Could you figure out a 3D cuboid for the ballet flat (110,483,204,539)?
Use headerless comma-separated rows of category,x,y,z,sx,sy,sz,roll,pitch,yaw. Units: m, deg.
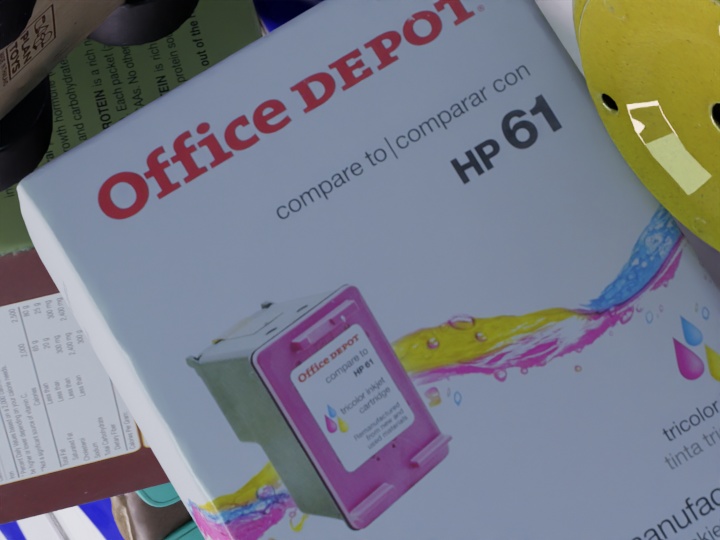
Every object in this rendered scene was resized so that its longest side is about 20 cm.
ballet flat,-0.088,0.100,1.361,0.201,0.068,0.072,64,173,-29

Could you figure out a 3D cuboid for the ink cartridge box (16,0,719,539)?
ink cartridge box,0.019,0.031,0.798,0.201,0.144,0.085,58,174,12

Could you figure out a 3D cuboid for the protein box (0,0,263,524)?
protein box,-0.129,-0.036,0.958,0.135,0.199,0.199,84,171,-52

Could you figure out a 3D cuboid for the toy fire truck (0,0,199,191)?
toy fire truck,-0.160,-0.104,0.835,0.200,0.176,0.129,38,159,15

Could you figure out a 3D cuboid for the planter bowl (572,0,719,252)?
planter bowl,0.112,-0.057,0.732,0.200,0.083,0.201,40,155,23

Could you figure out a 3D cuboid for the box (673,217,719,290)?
box,0.069,0.006,0.920,0.200,0.068,0.082,34,151,34
